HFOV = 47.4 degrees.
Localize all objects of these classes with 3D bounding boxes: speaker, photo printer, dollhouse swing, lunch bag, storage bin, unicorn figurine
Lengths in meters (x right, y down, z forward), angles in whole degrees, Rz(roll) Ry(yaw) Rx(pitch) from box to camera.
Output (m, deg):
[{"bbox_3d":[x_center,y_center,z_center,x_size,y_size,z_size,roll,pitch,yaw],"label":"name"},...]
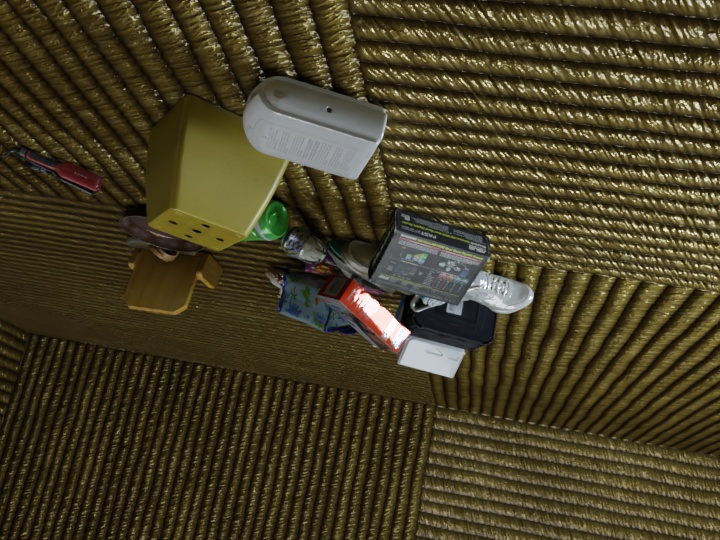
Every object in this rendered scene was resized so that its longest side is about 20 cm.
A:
[{"bbox_3d":[-0.243,-0.100,1.661,0.199,0.089,0.088,0,159,34],"label":"speaker"},{"bbox_3d":[-0.076,-0.212,1.220,0.199,0.070,0.166,15,163,-9],"label":"photo printer"},{"bbox_3d":[-0.484,0.041,2.100,0.198,0.177,0.182,7,164,9],"label":"dollhouse swing"},{"bbox_3d":[-0.075,0.075,1.999,0.169,0.128,0.199,20,-165,34],"label":"lunch bag"},{"bbox_3d":[0.205,0.093,1.882,0.199,0.136,0.094,15,163,-12],"label":"storage bin"},{"bbox_3d":[-0.180,0.043,2.114,0.137,0.074,0.200,15,152,32],"label":"unicorn figurine"}]

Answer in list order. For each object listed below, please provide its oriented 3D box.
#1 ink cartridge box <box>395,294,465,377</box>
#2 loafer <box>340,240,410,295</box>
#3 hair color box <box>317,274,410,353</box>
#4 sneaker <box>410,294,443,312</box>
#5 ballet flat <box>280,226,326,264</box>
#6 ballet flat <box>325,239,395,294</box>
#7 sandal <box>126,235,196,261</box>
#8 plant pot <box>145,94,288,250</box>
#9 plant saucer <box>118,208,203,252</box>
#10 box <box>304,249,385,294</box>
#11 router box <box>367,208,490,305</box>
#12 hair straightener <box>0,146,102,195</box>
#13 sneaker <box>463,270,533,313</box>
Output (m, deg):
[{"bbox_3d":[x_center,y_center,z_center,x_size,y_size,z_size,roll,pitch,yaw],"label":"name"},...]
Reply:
[{"bbox_3d":[0.165,0.155,2.001,0.144,0.200,0.084,15,120,-9],"label":"ink cartridge box"},{"bbox_3d":[0.052,-0.017,1.754,0.199,0.076,0.067,23,139,-20],"label":"loafer"},{"bbox_3d":[0.008,0.098,1.847,0.200,0.064,0.111,42,164,-26],"label":"hair color box"},{"bbox_3d":[0.167,0.034,1.723,0.075,0.086,0.200,50,143,13],"label":"sneaker"},{"bbox_3d":[-0.107,-0.048,1.713,0.071,0.073,0.200,8,177,10],"label":"ballet flat"},{"bbox_3d":[0.000,0.000,1.801,0.199,0.068,0.064,25,125,-19],"label":"ballet flat"},{"bbox_3d":[-0.493,-0.050,2.031,0.199,0.054,0.080,6,162,18],"label":"sandal"},{"bbox_3d":[-0.253,-0.146,1.367,0.199,0.178,0.200,21,160,-27],"label":"plant pot"},{"bbox_3d":[-0.453,-0.096,1.891,0.199,0.035,0.200,11,162,4],"label":"plant saucer"},{"bbox_3d":[-0.013,0.001,1.902,0.199,0.039,0.137,18,163,-20],"label":"box"},{"bbox_3d":[0.131,-0.023,1.593,0.199,0.062,0.150,16,135,-13],"label":"router box"},{"bbox_3d":[-0.629,-0.200,1.670,0.199,0.041,0.077,18,161,-20],"label":"hair straightener"},{"bbox_3d":[0.275,0.041,1.777,0.198,0.075,0.100,9,163,10],"label":"sneaker"}]
